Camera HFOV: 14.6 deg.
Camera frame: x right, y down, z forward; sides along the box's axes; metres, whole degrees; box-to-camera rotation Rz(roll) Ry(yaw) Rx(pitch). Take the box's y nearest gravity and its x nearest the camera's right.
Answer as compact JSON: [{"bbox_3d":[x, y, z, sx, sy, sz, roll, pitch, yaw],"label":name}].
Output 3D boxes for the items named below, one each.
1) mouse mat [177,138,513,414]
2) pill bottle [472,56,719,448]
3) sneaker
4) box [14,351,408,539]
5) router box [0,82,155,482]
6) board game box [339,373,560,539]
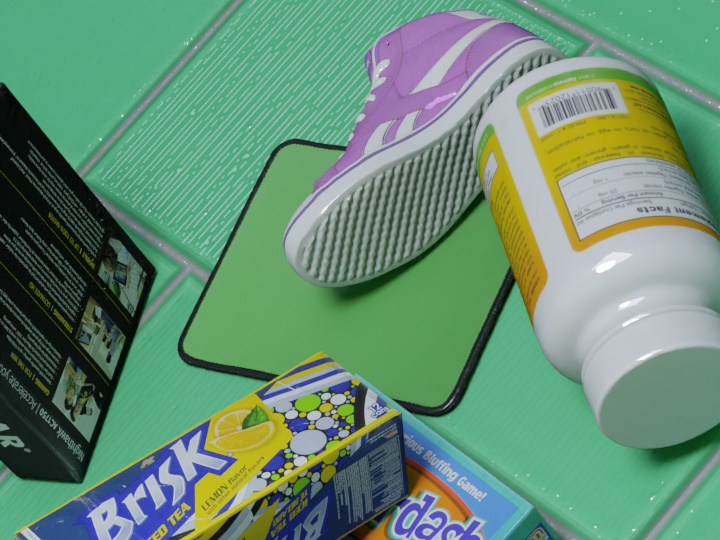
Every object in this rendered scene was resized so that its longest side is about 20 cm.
[{"bbox_3d":[0.000,0.000,1.631,0.199,0.008,0.162,10,63,35],"label":"mouse mat"},{"bbox_3d":[0.136,-0.008,1.491,0.111,0.111,0.201,-26,49,10],"label":"pill bottle"},{"bbox_3d":[0.018,-0.075,1.630,0.200,0.073,0.114,-38,43,-15],"label":"sneaker"},{"bbox_3d":[-0.074,0.125,1.436,0.199,0.065,0.070,-30,44,-26],"label":"box"},{"bbox_3d":[-0.199,0.009,1.605,0.051,0.200,0.150,2,59,27],"label":"router box"},{"bbox_3d":[-0.014,0.171,1.491,0.200,0.045,0.152,-48,48,-9],"label":"board game box"}]
